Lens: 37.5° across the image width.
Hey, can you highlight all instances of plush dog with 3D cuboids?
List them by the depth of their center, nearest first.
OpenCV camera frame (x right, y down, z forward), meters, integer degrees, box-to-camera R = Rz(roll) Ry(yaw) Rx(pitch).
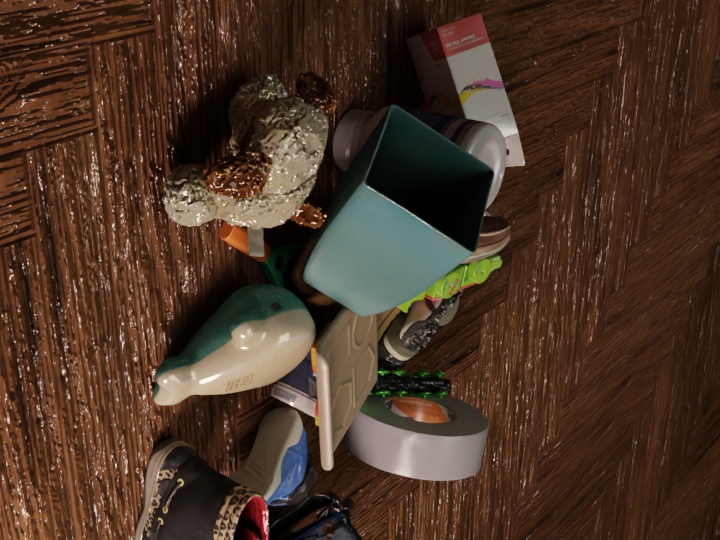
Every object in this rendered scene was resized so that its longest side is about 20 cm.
[{"bbox_3d":[-0.090,-0.113,1.090,0.200,0.160,0.172,-55,-177,-21],"label":"plush dog"}]

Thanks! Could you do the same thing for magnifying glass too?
[{"bbox_3d":[-0.107,-0.014,1.287,0.200,0.022,0.080,36,75,-56],"label":"magnifying glass"}]

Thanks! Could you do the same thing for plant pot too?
[{"bbox_3d":[0.026,-0.048,1.192,0.200,0.141,0.141,-46,-162,43],"label":"plant pot"}]

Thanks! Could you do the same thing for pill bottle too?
[{"bbox_3d":[0.069,-0.143,1.305,0.111,0.200,0.111,-30,129,-47],"label":"pill bottle"}]

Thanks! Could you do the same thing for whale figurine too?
[{"bbox_3d":[-0.152,0.083,1.214,0.200,0.104,0.159,-22,158,-23],"label":"whale figurine"}]

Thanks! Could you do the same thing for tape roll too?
[{"bbox_3d":[0.078,0.225,1.496,0.200,0.200,0.066,-6,111,-53],"label":"tape roll"}]

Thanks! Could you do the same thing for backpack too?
[{"bbox_3d":[-0.089,0.411,1.375,0.190,0.154,0.200,-17,152,-31],"label":"backpack"}]

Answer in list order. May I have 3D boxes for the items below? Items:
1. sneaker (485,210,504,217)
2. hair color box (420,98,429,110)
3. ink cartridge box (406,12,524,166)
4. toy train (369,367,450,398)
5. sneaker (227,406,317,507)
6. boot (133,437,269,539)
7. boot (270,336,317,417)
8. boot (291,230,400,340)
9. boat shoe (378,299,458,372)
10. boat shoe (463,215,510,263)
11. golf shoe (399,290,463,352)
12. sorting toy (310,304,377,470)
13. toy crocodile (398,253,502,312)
[{"bbox_3d":[0.145,-0.079,1.445,0.200,0.075,0.105,-15,124,-45],"label":"sneaker"},{"bbox_3d":[0.097,-0.131,1.477,0.101,0.061,0.200,35,76,-55],"label":"hair color box"},{"bbox_3d":[0.136,-0.219,1.368,0.067,0.116,0.200,-22,100,-14],"label":"ink cartridge box"},{"bbox_3d":[0.037,0.160,1.489,0.200,0.056,0.042,5,75,-31],"label":"toy train"},{"bbox_3d":[-0.117,0.281,1.339,0.200,0.077,0.111,-63,145,-44],"label":"sneaker"},{"bbox_3d":[-0.182,0.307,1.215,0.073,0.150,0.201,-9,112,-52],"label":"boot"},{"bbox_3d":[-0.050,0.143,1.362,0.091,0.073,0.200,-65,165,-9],"label":"boot"},{"bbox_3d":[0.000,0.000,1.381,0.175,0.066,0.200,-64,149,-23],"label":"boot"},{"bbox_3d":[0.078,0.077,1.553,0.063,0.074,0.201,-43,-179,44],"label":"boat shoe"},{"bbox_3d":[0.100,-0.053,1.329,0.199,0.076,0.072,-8,119,-21],"label":"boat shoe"},{"bbox_3d":[0.084,0.037,1.502,0.200,0.094,0.078,-52,170,-49],"label":"golf shoe"},{"bbox_3d":[-0.020,0.114,1.301,0.200,0.036,0.185,-61,156,-50],"label":"sorting toy"},{"bbox_3d":[0.121,0.007,1.450,0.200,0.067,0.062,-20,128,-46],"label":"toy crocodile"}]
